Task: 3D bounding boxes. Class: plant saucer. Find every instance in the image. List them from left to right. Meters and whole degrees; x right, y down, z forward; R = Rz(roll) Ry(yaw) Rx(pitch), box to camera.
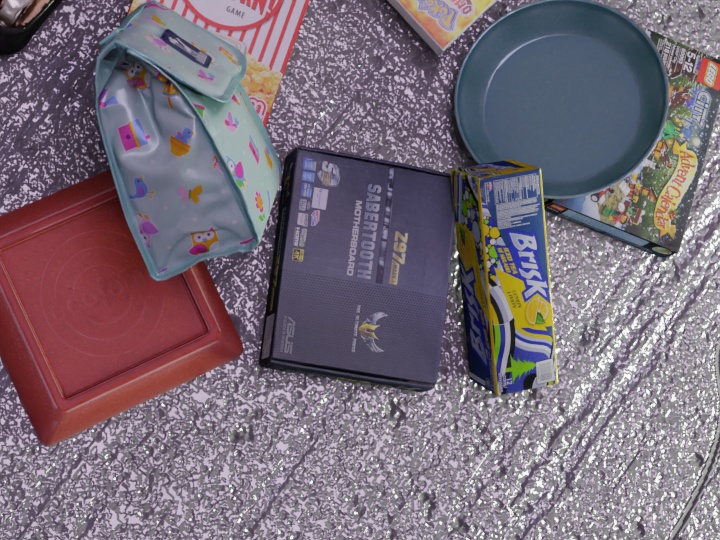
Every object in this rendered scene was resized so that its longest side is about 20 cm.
[{"bbox_3d":[-0.225,0.021,1.514,0.199,0.037,0.201,-25,88,-18],"label":"plant saucer"},{"bbox_3d":[0.188,-0.157,1.630,0.199,0.036,0.201,-2,73,8],"label":"plant saucer"}]

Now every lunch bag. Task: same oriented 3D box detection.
[{"bbox_3d":[-0.151,-0.121,1.449,0.121,0.170,0.201,-18,109,12],"label":"lunch bag"}]

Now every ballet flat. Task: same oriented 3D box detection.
[{"bbox_3d":[-0.267,-0.275,1.530,0.068,0.068,0.201,31,74,-9],"label":"ballet flat"}]

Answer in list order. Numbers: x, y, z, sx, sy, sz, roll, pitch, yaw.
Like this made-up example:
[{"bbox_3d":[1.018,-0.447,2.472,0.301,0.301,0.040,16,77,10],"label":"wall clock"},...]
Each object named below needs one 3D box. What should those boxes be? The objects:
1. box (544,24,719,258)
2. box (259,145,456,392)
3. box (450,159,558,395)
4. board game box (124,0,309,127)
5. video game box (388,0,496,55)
[{"bbox_3d":[0.265,-0.130,1.676,0.136,0.038,0.201,20,77,-11],"label":"box"},{"bbox_3d":[0.000,0.000,1.573,0.157,0.051,0.201,11,79,-15],"label":"box"},{"bbox_3d":[0.130,0.006,1.571,0.064,0.070,0.201,-9,103,-17],"label":"box"},{"bbox_3d":[-0.130,-0.236,1.575,0.151,0.046,0.201,21,76,-12],"label":"board game box"},{"bbox_3d":[0.072,-0.335,1.620,0.182,0.047,0.200,-44,92,0],"label":"video game box"}]
